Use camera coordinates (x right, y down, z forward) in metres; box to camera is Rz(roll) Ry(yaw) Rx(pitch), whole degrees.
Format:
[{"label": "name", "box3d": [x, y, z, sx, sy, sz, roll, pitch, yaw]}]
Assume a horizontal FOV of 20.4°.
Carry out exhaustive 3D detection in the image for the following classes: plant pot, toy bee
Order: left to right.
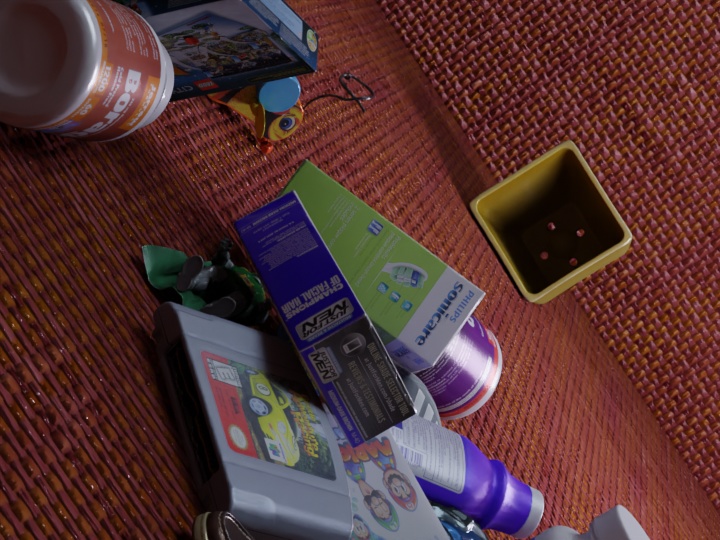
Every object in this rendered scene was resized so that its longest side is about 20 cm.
[{"label": "toy bee", "box3d": [-0.100, -0.175, 2.120, 0.199, 0.109, 0.131, 28, 27, -11]}, {"label": "plant pot", "box3d": [0.318, -0.062, 3.233, 0.195, 0.195, 0.200, 59, 6, 15]}]

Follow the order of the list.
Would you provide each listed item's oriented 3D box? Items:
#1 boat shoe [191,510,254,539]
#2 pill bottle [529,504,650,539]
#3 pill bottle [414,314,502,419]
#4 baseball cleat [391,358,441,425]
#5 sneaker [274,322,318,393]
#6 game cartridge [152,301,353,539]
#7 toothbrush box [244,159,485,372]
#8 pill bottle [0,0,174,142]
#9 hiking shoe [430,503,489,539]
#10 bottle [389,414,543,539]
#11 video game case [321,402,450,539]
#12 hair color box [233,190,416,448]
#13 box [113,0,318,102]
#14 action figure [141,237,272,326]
[{"label": "boat shoe", "box3d": [-0.034, 0.231, 1.328, 0.200, 0.072, 0.072, 54, 12, -10]}, {"label": "pill bottle", "box3d": [0.149, 0.278, 1.623, 0.112, 0.199, 0.112, 53, 12, -16]}, {"label": "pill bottle", "box3d": [0.057, 0.069, 2.017, 0.200, 0.112, 0.113, 41, 19, -53]}, {"label": "baseball cleat", "box3d": [0.043, 0.159, 1.829, 0.201, 0.070, 0.106, 60, 12, 21]}, {"label": "sneaker", "box3d": [-0.032, 0.066, 1.747, 0.074, 0.082, 0.200, 53, 11, -5]}, {"label": "game cartridge", "box3d": [-0.075, 0.116, 1.458, 0.133, 0.041, 0.201, 24, 33, -42]}, {"label": "toothbrush box", "box3d": [0.000, 0.000, 1.802, 0.200, 0.086, 0.146, 38, -8, -1]}, {"label": "pill bottle", "box3d": [-0.216, -0.157, 1.529, 0.113, 0.112, 0.200, 58, 13, 9]}, {"label": "hiking shoe", "box3d": [0.043, 0.234, 1.662, 0.200, 0.074, 0.087, 35, 29, -35]}, {"label": "bottle", "box3d": [0.068, 0.178, 1.734, 0.199, 0.065, 0.084, 25, 40, -25]}, {"label": "video game case", "box3d": [-0.011, 0.184, 1.531, 0.200, 0.024, 0.183, 0, 55, -56]}, {"label": "hair color box", "box3d": [-0.030, 0.035, 1.579, 0.110, 0.065, 0.200, 63, -4, -35]}, {"label": "box", "box3d": [-0.154, -0.194, 1.678, 0.137, 0.199, 0.038, 38, 48, -56]}, {"label": "action figure", "box3d": [-0.110, 0.017, 1.649, 0.118, 0.055, 0.200, 54, 8, 4]}]
